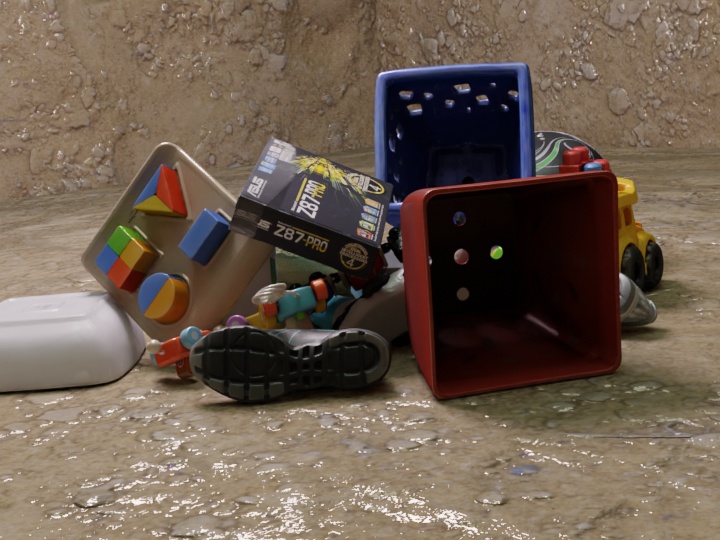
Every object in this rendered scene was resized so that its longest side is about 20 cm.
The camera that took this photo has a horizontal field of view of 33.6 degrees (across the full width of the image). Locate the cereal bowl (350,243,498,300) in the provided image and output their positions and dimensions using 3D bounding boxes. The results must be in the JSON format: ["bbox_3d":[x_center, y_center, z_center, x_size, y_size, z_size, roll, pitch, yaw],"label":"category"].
[{"bbox_3d":[0.080,0.016,1.474,0.199,0.084,0.200,-4,10,1],"label":"cereal bowl"}]

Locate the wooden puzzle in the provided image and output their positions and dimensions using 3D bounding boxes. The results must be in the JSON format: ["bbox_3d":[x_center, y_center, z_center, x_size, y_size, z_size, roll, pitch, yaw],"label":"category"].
[{"bbox_3d":[-0.216,-0.024,1.348,0.200,0.185,0.046,40,9,26],"label":"wooden puzzle"}]

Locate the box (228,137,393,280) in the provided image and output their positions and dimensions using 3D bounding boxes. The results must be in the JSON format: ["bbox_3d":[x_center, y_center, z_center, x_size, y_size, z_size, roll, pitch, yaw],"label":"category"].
[{"bbox_3d":[-0.050,-0.073,1.340,0.161,0.049,0.200,20,25,-2],"label":"box"}]

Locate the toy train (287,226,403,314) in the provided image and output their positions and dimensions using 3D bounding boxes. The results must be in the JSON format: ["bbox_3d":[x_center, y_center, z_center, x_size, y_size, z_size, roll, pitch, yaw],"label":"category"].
[{"bbox_3d":[0.000,0.000,1.372,0.200,0.034,0.046,-30,48,-7],"label":"toy train"}]

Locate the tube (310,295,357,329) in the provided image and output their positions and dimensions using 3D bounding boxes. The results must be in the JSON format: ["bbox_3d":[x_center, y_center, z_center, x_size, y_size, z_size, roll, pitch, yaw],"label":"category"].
[{"bbox_3d":[-0.038,0.050,1.457,0.077,0.051,0.200,16,0,-19],"label":"tube"}]

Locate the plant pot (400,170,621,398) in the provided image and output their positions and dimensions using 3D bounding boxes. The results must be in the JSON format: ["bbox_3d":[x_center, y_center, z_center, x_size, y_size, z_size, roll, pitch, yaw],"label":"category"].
[{"bbox_3d":[0.133,-0.002,1.215,0.199,0.201,0.176,-7,12,-16],"label":"plant pot"}]

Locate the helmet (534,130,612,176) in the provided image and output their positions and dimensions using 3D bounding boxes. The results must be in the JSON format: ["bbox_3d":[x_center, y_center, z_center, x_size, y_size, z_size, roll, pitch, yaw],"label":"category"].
[{"bbox_3d":[0.251,-0.090,1.697,0.200,0.201,0.191,6,35,44],"label":"helmet"}]

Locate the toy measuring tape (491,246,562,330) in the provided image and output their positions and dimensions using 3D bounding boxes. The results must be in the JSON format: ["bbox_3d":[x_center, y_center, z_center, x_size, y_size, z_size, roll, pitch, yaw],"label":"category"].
[{"bbox_3d":[0.211,0.034,1.341,0.073,0.074,0.200,-10,36,-27],"label":"toy measuring tape"}]

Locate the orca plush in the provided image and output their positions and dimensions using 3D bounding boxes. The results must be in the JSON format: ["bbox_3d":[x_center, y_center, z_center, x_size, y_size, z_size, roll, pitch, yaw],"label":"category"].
[{"bbox_3d":[0.043,0.011,1.331,0.105,0.200,0.071,35,10,-38],"label":"orca plush"}]

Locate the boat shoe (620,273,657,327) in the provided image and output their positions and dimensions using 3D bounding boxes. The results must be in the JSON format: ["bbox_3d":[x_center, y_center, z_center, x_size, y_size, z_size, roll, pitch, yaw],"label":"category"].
[{"bbox_3d":[0.255,0.030,1.396,0.065,0.075,0.202,31,-13,-32],"label":"boat shoe"}]

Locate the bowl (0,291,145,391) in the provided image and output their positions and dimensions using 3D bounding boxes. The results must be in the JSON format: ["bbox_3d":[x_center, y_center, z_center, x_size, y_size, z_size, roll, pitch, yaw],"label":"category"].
[{"bbox_3d":[-0.355,0.076,1.355,0.199,0.075,0.200,-4,12,3],"label":"bowl"}]

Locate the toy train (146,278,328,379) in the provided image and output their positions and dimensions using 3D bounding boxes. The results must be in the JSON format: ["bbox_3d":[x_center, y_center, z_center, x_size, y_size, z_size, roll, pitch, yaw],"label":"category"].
[{"bbox_3d":[-0.121,0.069,1.254,0.200,0.056,0.150,-25,-9,36],"label":"toy train"}]

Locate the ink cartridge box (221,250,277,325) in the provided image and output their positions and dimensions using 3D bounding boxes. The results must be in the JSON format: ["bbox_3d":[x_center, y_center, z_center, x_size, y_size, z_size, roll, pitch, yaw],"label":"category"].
[{"bbox_3d":[-0.145,-0.012,1.470,0.084,0.145,0.200,-3,2,-3],"label":"ink cartridge box"}]

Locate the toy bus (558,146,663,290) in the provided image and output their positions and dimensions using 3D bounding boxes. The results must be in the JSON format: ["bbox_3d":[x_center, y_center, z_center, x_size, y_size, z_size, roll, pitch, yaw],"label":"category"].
[{"bbox_3d":[0.301,-0.064,1.528,0.135,0.193,0.200,1,10,32],"label":"toy bus"}]

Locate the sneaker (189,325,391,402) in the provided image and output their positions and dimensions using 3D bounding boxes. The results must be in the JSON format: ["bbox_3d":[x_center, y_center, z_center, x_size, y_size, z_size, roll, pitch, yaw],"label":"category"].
[{"bbox_3d":[-0.070,0.094,1.196,0.199,0.076,0.079,2,-3,-2],"label":"sneaker"}]

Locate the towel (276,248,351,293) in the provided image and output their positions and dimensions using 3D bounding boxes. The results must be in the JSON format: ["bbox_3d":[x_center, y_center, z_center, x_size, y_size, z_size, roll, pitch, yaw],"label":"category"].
[{"bbox_3d":[-0.099,-0.008,1.644,0.199,0.037,0.148,5,-20,35],"label":"towel"}]

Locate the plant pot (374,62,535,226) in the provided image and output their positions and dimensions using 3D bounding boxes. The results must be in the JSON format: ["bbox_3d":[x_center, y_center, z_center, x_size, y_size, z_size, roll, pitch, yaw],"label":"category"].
[{"bbox_3d":[0.129,-0.139,1.547,0.199,0.201,0.180,-2,-18,11],"label":"plant pot"}]
